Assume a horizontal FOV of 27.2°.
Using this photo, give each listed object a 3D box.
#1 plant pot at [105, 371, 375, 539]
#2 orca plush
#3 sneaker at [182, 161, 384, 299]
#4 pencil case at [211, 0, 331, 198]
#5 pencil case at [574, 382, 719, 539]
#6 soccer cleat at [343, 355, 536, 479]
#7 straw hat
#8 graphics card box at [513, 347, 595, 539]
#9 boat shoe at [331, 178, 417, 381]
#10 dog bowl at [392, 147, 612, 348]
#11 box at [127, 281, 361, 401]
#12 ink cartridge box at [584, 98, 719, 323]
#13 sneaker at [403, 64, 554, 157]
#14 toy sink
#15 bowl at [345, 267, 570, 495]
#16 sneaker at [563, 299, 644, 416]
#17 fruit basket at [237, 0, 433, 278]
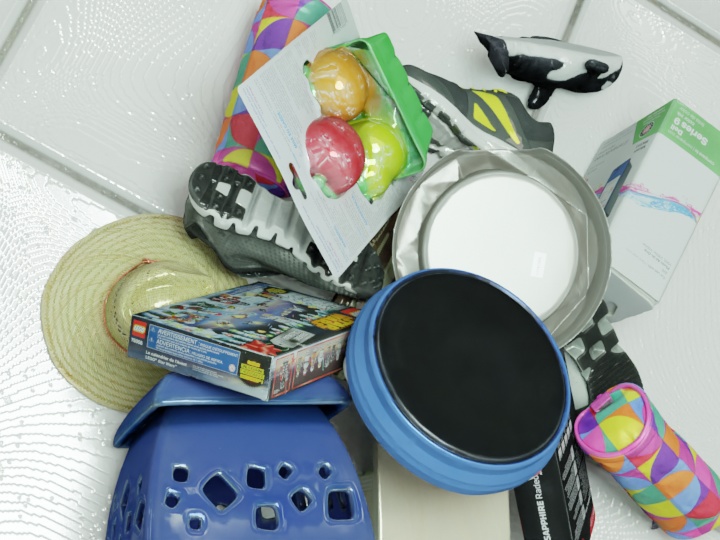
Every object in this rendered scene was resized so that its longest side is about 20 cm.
[{"bbox_3d":[-0.109,0.187,1.254,0.198,0.200,0.181,2,71,-21],"label":"plant pot"},{"bbox_3d":[0.191,-0.194,1.518,0.199,0.105,0.072,-10,119,-54],"label":"orca plush"},{"bbox_3d":[-0.074,-0.023,1.344,0.199,0.091,0.067,27,54,-10],"label":"sneaker"},{"bbox_3d":[-0.080,-0.160,1.396,0.088,0.088,0.201,21,72,-16],"label":"pencil case"},{"bbox_3d":[0.280,0.185,1.424,0.200,0.088,0.089,46,61,-42],"label":"pencil case"},{"bbox_3d":[0.065,0.131,1.272,0.199,0.085,0.069,27,49,-13],"label":"soccer cleat"},{"bbox_3d":[-0.176,0.033,1.319,0.199,0.085,0.203,5,75,-20],"label":"straw hat"},{"bbox_3d":[0.172,0.168,1.376,0.050,0.126,0.202,-7,107,18],"label":"graphics card box"},{"bbox_3d":[0.001,-0.001,1.388,0.074,0.075,0.204,22,75,-4],"label":"boat shoe"},{"bbox_3d":[0.123,-0.016,1.341,0.198,0.059,0.202,0,89,-7],"label":"dog bowl"},{"bbox_3d":[-0.083,0.055,1.253,0.200,0.136,0.040,-17,119,-62],"label":"box"},{"bbox_3d":[0.269,-0.052,1.483,0.087,0.145,0.201,33,68,-11],"label":"ink cartridge box"},{"bbox_3d":[0.112,-0.152,1.492,0.199,0.074,0.085,34,62,-21],"label":"sneaker"},{"bbox_3d":[0.054,0.233,1.351,0.129,0.112,0.202,3,77,-22],"label":"toy sink"},{"bbox_3d":[0.085,0.086,1.228,0.199,0.039,0.202,14,52,-19],"label":"bowl"},{"bbox_3d":[0.218,0.090,1.475,0.074,0.088,0.201,-30,115,-22],"label":"sneaker"},{"bbox_3d":[-0.023,-0.118,1.307,0.200,0.093,0.186,-47,116,-44],"label":"fruit basket"}]
